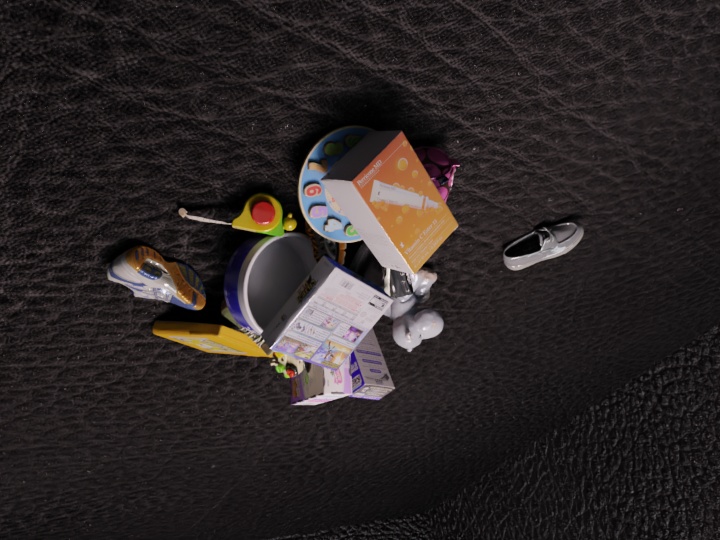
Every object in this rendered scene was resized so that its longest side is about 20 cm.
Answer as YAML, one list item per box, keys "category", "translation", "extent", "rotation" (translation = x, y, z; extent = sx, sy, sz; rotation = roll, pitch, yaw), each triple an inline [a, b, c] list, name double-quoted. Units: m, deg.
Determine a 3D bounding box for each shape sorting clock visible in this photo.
- category: "shape sorting clock"
  translation: [-0.013, -0.144, 1.044]
  extent: [0.199, 0.039, 0.201]
  rotation: [-12, 113, -30]

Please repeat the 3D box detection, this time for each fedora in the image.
- category: "fedora"
  translation: [0.000, 0.000, 1.239]
  extent: [0.200, 0.091, 0.201]
  rotation: [-37, 138, -42]

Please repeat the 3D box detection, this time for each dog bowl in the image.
- category: "dog bowl"
  translation: [-0.150, 0.028, 1.143]
  extent: [0.199, 0.201, 0.079]
  rotation: [12, 176, -41]

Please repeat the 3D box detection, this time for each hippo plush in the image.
- category: "hippo plush"
  translation: [0.103, 0.090, 1.406]
  extent: [0.199, 0.161, 0.160]
  rotation: [-20, 147, -2]

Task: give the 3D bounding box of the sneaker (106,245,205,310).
- category: "sneaker"
  translation: [-0.374, 0.021, 1.135]
  extent: [0.088, 0.076, 0.200]
  rotation: [-21, 142, 21]

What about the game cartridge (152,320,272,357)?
- category: "game cartridge"
  translation: [-0.303, 0.146, 1.282]
  extent: [0.199, 0.033, 0.176]
  rotation: [1, 160, 34]

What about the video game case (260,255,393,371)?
- category: "video game case"
  translation: [-0.056, 0.084, 1.114]
  extent: [0.182, 0.045, 0.200]
  rotation: [-52, 142, 6]

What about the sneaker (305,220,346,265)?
- category: "sneaker"
  translation: [-0.065, -0.067, 1.115]
  extent: [0.077, 0.078, 0.201]
  rotation: [5, 96, -15]

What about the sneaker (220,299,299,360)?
- category: "sneaker"
  translation: [-0.184, 0.122, 1.217]
  extent: [0.200, 0.090, 0.067]
  rotation: [22, 138, -33]

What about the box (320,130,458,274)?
- category: "box"
  translation: [0.051, -0.111, 1.008]
  extent: [0.124, 0.097, 0.200]
  rotation: [-47, 120, -17]

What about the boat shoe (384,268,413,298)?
- category: "boat shoe"
  translation: [0.081, -0.025, 1.167]
  extent: [0.066, 0.075, 0.200]
  rotation: [5, 125, 5]

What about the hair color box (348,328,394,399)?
- category: "hair color box"
  translation: [-0.002, 0.205, 1.474]
  extent: [0.109, 0.201, 0.065]
  rotation: [18, 130, -45]

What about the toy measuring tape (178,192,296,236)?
- category: "toy measuring tape"
  translation: [-0.206, -0.107, 1.057]
  extent: [0.199, 0.074, 0.074]
  rotation: [11, 139, -11]

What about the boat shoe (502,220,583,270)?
- category: "boat shoe"
  translation: [0.432, -0.065, 1.454]
  extent: [0.200, 0.070, 0.072]
  rotation: [-26, 150, 12]

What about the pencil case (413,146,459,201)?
- category: "pencil case"
  translation: [0.120, -0.132, 1.137]
  extent: [0.093, 0.091, 0.200]
  rotation: [-10, 148, -12]

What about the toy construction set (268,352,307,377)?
- category: "toy construction set"
  translation: [-0.179, 0.164, 1.360]
  extent: [0.092, 0.131, 0.201]
  rotation: [-50, 147, -36]

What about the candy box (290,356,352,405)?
- category: "candy box"
  translation: [-0.095, 0.212, 1.402]
  extent: [0.071, 0.169, 0.200]
  rotation: [6, 160, -26]
